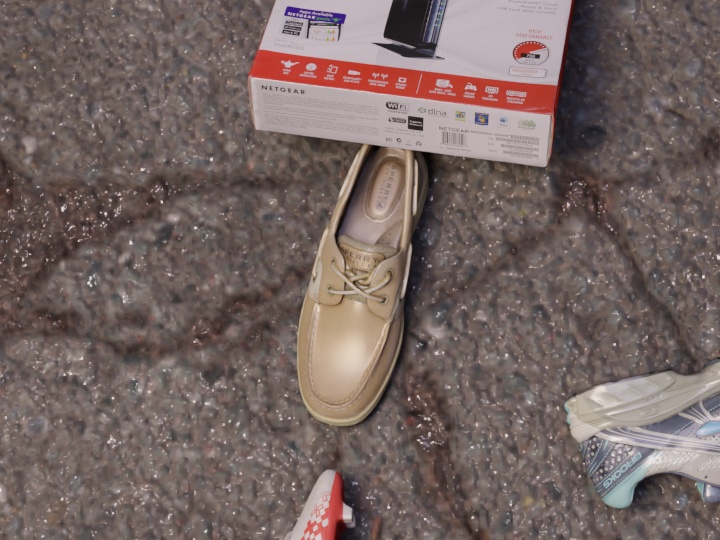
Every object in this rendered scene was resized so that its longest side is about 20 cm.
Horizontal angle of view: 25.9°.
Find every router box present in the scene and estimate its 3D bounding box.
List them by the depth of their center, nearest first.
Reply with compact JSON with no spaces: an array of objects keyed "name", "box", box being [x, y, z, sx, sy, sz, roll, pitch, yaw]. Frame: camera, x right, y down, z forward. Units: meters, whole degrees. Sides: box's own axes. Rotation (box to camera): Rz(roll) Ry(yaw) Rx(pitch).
[{"name":"router box","box":[0.041,-0.161,1.048,0.197,0.049,0.181,7,51,8]}]

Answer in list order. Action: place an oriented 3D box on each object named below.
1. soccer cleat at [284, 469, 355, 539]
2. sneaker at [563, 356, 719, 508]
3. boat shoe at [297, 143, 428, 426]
[{"name":"soccer cleat","box":[-0.058,0.218,0.971,0.084,0.069,0.203,14,80,6]},{"name":"sneaker","box":[0.232,0.097,0.980,0.197,0.078,0.088,-14,84,9]},{"name":"boat shoe","box":[0.000,0.000,1.030,0.071,0.065,0.203,13,75,10]}]
